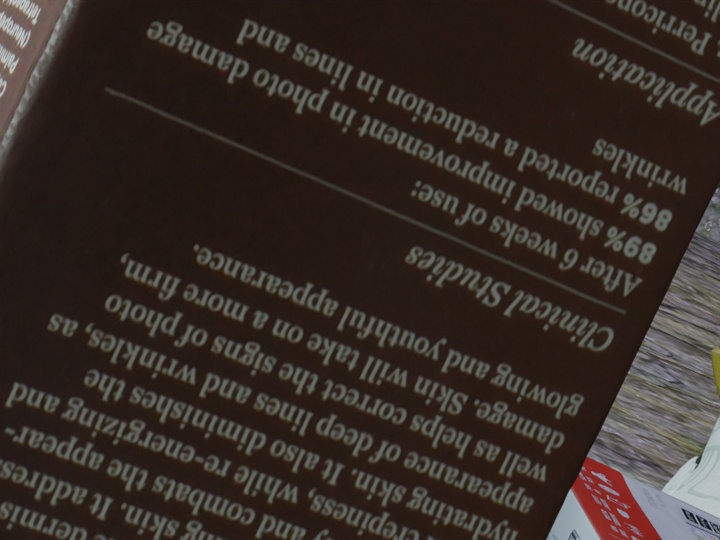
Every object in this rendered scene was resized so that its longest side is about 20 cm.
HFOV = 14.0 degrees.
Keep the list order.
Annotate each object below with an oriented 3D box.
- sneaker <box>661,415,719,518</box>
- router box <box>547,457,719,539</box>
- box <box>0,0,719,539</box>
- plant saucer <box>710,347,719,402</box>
[{"bbox_3d":[0.152,0.077,1.083,0.075,0.081,0.200,28,8,0],"label":"sneaker"},{"bbox_3d":[0.127,0.121,0.761,0.179,0.049,0.200,25,6,-8],"label":"router box"},{"bbox_3d":[-0.022,0.007,0.413,0.100,0.200,0.075,23,4,-26],"label":"box"},{"bbox_3d":[0.278,0.117,1.396,0.200,0.048,0.200,22,8,-31],"label":"plant saucer"}]
